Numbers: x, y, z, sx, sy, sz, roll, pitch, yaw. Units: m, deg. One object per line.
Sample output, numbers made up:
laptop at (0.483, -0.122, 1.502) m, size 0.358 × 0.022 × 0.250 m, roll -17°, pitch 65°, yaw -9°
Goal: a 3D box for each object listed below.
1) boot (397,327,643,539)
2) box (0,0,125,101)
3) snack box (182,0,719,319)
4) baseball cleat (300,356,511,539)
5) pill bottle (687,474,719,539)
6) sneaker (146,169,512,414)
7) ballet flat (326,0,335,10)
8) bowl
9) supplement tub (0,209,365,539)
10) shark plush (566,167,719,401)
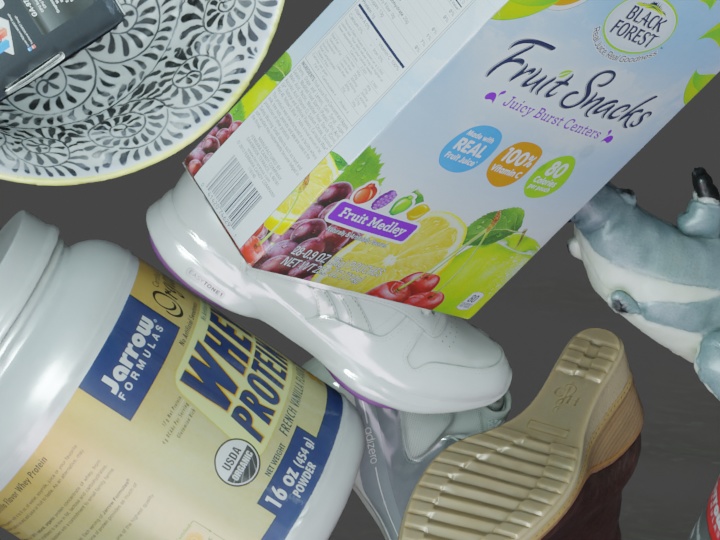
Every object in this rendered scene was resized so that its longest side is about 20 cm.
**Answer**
boot at (0.087, 0.143, 1.367) m, size 0.072 × 0.200 × 0.167 m, roll 22°, pitch 137°, yaw 26°
box at (-0.207, -0.136, 1.006) m, size 0.159 × 0.046 × 0.200 m, roll -35°, pitch 102°, yaw -16°
snack box at (0.052, -0.076, 1.108) m, size 0.200 × 0.068 × 0.169 m, roll -47°, pitch 150°, yaw 20°
baseball cleat at (0.045, 0.107, 1.404) m, size 0.106 × 0.070 × 0.200 m, roll -23°, pitch 133°, yaw 17°
pill bottle at (0.237, 0.153, 1.440) m, size 0.114 × 0.114 × 0.200 m, roll 6°, pitch 133°, yaw -13°
sneaker at (0.000, 0.000, 1.277) m, size 0.200 × 0.075 × 0.100 m, roll 30°, pitch 112°, yaw -20°
ballet flat at (0.017, -0.084, 1.205) m, size 0.072 × 0.072 × 0.200 m, roll -17°, pitch 146°, yaw 10°
bowl at (-0.137, -0.134, 1.104) m, size 0.200 × 0.094 × 0.201 m, roll 0°, pitch 91°, yaw -18°
supplement tub at (-0.113, 0.075, 1.280) m, size 0.200 × 0.144 × 0.144 m, roll 34°, pitch 124°, yaw -13°
shark plush at (0.152, -0.017, 1.325) m, size 0.200 × 0.091 × 0.083 m, roll 39°, pitch 102°, yaw -12°
